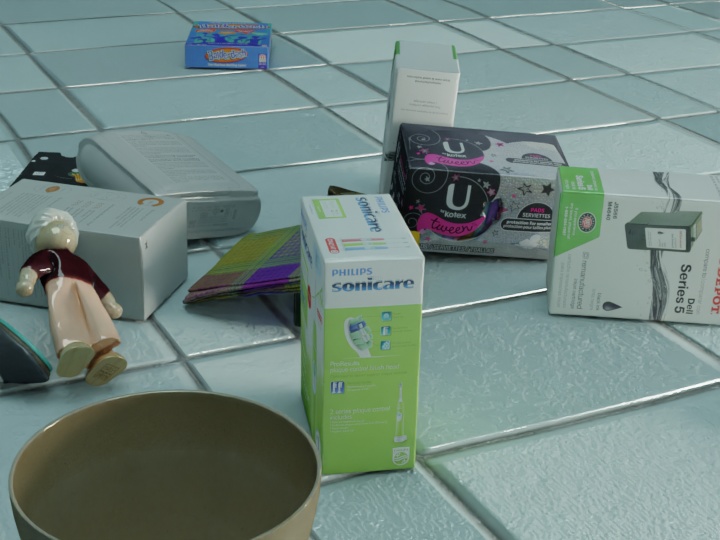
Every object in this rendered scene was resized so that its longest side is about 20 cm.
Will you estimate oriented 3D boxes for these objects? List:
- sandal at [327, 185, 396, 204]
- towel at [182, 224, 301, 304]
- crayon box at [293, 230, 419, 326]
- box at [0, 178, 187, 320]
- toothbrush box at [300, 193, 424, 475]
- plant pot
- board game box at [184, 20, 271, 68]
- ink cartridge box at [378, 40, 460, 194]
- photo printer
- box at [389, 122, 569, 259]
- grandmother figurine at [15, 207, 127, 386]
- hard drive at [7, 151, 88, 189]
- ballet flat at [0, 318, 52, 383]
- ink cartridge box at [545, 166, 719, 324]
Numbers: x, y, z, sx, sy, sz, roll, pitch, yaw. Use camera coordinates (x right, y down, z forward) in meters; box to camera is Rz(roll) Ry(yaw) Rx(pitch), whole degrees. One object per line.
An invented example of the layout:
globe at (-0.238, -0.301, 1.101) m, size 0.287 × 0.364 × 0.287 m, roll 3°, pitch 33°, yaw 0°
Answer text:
sandal at (-0.003, -0.063, 1.475) m, size 0.082 × 0.055 × 0.200 m, roll 14°, pitch -2°, yaw -1°
towel at (-0.082, -0.011, 1.318) m, size 0.200 × 0.023 × 0.144 m, roll -8°, pitch 25°, yaw 34°
crayon box at (0.000, 0.000, 1.369) m, size 0.126 × 0.052 × 0.200 m, roll 4°, pitch 23°, yaw 3°
box at (-0.302, -0.025, 1.343) m, size 0.200 × 0.098 × 0.124 m, roll 7°, pitch 24°, yaw 13°
toothbrush box at (-0.003, 0.052, 1.067) m, size 0.086 × 0.200 × 0.146 m, roll -2°, pitch 25°, yaw -10°
plant pot at (-0.127, 0.187, 0.831) m, size 0.200 × 0.135 × 0.200 m, roll 1°, pitch 24°, yaw -1°
board game box at (-0.243, -0.422, 2.311) m, size 0.152 × 0.045 × 0.200 m, roll 1°, pitch 23°, yaw -3°
ink cartridge box at (0.074, -0.181, 1.605) m, size 0.084 × 0.200 × 0.146 m, roll 5°, pitch 24°, yaw -1°
photo printer at (-0.243, -0.112, 1.524) m, size 0.166 × 0.070 × 0.200 m, roll -6°, pitch 34°, yaw -43°
box at (0.142, -0.096, 1.490) m, size 0.200 × 0.115 × 0.132 m, roll 3°, pitch 30°, yaw -6°
grandmother figurine at (-0.279, 0.018, 1.201) m, size 0.121 × 0.061 × 0.200 m, roll 37°, pitch 21°, yaw -52°
hard drive at (-0.369, -0.102, 1.585) m, size 0.139 × 0.038 × 0.200 m, roll 2°, pitch 23°, yaw 0°
ballet flat at (-0.366, 0.068, 1.178) m, size 0.073 × 0.073 × 0.200 m, roll -18°, pitch 37°, yaw -38°
ink cartridge box at (0.307, -0.027, 1.339) m, size 0.200 × 0.146 × 0.084 m, roll 4°, pitch 24°, yaw 4°
